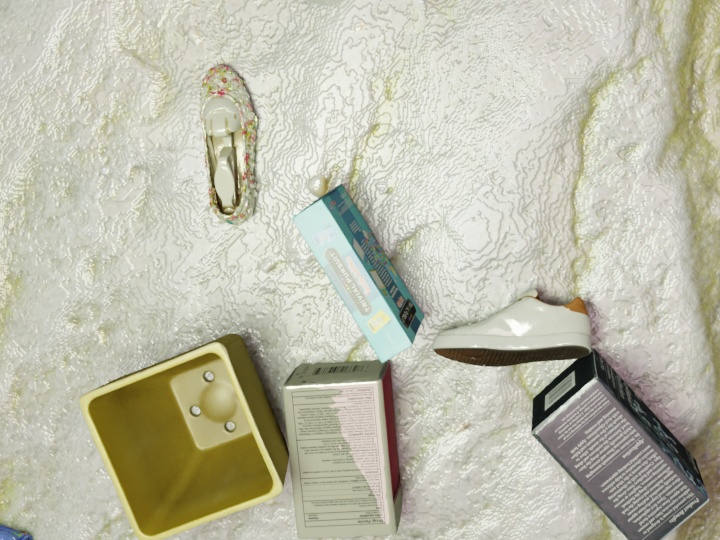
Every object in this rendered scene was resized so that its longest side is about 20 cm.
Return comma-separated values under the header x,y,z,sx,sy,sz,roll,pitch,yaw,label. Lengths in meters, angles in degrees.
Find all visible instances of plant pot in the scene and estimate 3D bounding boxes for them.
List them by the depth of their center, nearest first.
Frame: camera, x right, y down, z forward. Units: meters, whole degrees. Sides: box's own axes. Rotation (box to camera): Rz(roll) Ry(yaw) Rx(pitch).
x,y,z,sx,sy,sz,roll,pitch,yaw,label
-0.198,0.186,1.611,0.193,0.200,0.197,-21,97,11,plant pot

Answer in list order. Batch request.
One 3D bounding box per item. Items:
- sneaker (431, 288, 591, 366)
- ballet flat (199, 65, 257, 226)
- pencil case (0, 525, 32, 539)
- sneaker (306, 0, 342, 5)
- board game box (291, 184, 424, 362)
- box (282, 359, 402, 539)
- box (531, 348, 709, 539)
x,y,z,sx,sy,sz,roll,pitch,yaw,label
0.188,0.070,1.618,0.198,0.073,0.085,-4,66,16,sneaker
-0.164,-0.154,1.618,0.075,0.064,0.202,-6,98,10,ballet flat
-0.542,0.362,1.751,0.198,0.078,0.087,19,124,3,pencil case
-0.102,-0.382,1.578,0.198,0.077,0.083,15,75,4,sneaker
0.000,0.000,1.577,0.047,0.151,0.201,-31,94,13,board game box
-0.020,0.224,1.640,0.127,0.109,0.202,-4,100,7,box
0.310,0.215,1.573,0.107,0.148,0.200,-42,93,13,box
